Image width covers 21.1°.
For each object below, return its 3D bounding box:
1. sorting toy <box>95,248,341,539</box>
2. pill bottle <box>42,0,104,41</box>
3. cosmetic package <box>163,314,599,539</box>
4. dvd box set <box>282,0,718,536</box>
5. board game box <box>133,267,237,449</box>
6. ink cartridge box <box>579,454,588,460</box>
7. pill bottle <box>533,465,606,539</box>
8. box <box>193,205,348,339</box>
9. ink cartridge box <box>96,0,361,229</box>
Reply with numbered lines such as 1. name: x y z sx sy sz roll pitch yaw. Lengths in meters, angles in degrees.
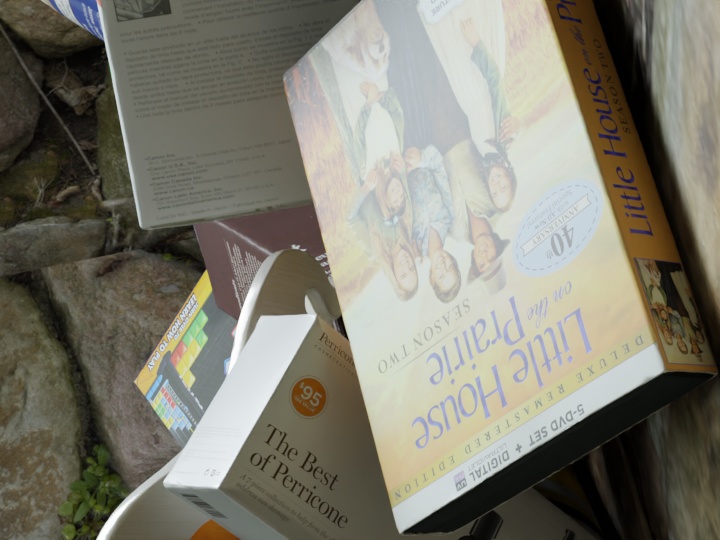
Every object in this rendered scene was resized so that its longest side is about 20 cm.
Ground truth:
1. sorting toy: -0.038 0.084 0.864 0.200 0.107 0.180 41 -123 -80
2. pill bottle: -0.071 -0.144 0.978 0.200 0.111 0.111 33 152 26
3. cosmetic package: 0.023 0.107 0.789 0.200 0.083 0.051 39 156 -25
4. dvd box set: 0.042 -0.022 0.703 0.146 0.029 0.200 -37 58 43
5. board game box: -0.037 0.053 1.195 0.165 0.057 0.200 50 119 32
6. ink cartridge box: 0.052 -0.025 0.838 0.165 0.075 0.200 93 166 -69
7. pill bottle: 0.054 0.118 0.961 0.200 0.112 0.112 -108 8 -64
8. box: 0.000 0.000 1.015 0.200 0.100 0.075 27 138 56
9. ink cartridge box: -0.056 -0.121 0.807 0.050 0.109 0.200 -106 8 -60
